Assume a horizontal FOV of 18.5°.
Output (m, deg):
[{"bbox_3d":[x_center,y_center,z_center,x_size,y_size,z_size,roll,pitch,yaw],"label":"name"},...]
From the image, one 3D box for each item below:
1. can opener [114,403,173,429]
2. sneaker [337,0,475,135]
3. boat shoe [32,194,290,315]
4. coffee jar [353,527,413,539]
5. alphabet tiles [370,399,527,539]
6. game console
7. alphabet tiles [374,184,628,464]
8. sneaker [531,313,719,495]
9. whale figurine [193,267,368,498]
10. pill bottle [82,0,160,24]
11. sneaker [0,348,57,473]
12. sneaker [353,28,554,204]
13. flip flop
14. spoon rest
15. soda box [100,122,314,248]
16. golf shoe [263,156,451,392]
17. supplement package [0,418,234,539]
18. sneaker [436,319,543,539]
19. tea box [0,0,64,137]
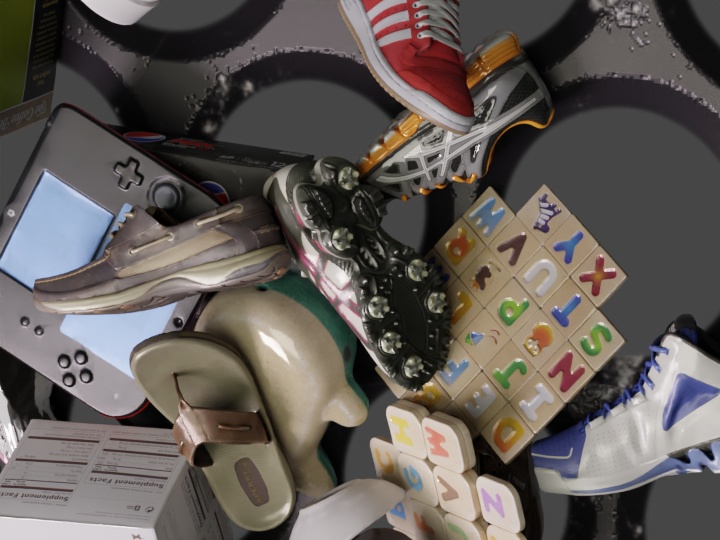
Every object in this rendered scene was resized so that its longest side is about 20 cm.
[{"bbox_3d":[-0.195,0.099,1.812,0.200,0.079,0.063,42,153,9],"label":"can opener"},{"bbox_3d":[0.055,-0.187,1.581,0.071,0.200,0.113,24,113,-35],"label":"sneaker"},{"bbox_3d":[-0.151,-0.012,1.652,0.199,0.074,0.074,-12,85,9],"label":"boat shoe"},{"bbox_3d":[0.030,0.286,1.697,0.104,0.085,0.201,41,156,32],"label":"coffee jar"},{"bbox_3d":[0.070,0.199,1.686,0.195,0.015,0.201,16,124,57],"label":"alphabet tiles"},{"bbox_3d":[-0.204,-0.004,1.709,0.176,0.031,0.201,31,105,5],"label":"game console"},{"bbox_3d":[0.104,0.040,1.665,0.200,0.006,0.167,-48,64,17],"label":"alphabet tiles"},{"bbox_3d":[0.223,0.095,1.643,0.198,0.081,0.116,-11,96,16],"label":"sneaker"},{"bbox_3d":[-0.056,0.085,1.740,0.158,0.104,0.201,11,131,28],"label":"whale figurine"},{"bbox_3d":[-0.135,-0.283,1.650,0.200,0.114,0.114,-38,89,24],"label":"pill bottle"},{"bbox_3d":[-0.303,0.110,1.839,0.086,0.080,0.201,-7,96,33],"label":"sneaker"},{"bbox_3d":[0.059,-0.092,1.652,0.200,0.078,0.077,-39,99,27],"label":"sneaker"},{"bbox_3d":[-0.107,0.127,1.670,0.081,0.058,0.201,-20,119,10],"label":"flip flop"},{"bbox_3d":[-0.051,0.219,1.686,0.199,0.099,0.061,-27,90,-15],"label":"spoon rest"},{"bbox_3d":[-0.139,-0.066,1.736,0.199,0.063,0.071,10,108,18],"label":"soda box"},{"bbox_3d":[0.000,0.000,1.658,0.088,0.077,0.201,5,129,56],"label":"golf shoe"},{"bbox_3d":[-0.192,0.233,1.770,0.155,0.111,0.201,2,129,20],"label":"supplement package"},{"bbox_3d":[0.096,0.137,1.695,0.070,0.076,0.201,-14,99,23],"label":"sneaker"},{"bbox_3d":[-0.327,-0.205,1.694,0.133,0.200,0.198,14,108,16],"label":"tea box"}]
